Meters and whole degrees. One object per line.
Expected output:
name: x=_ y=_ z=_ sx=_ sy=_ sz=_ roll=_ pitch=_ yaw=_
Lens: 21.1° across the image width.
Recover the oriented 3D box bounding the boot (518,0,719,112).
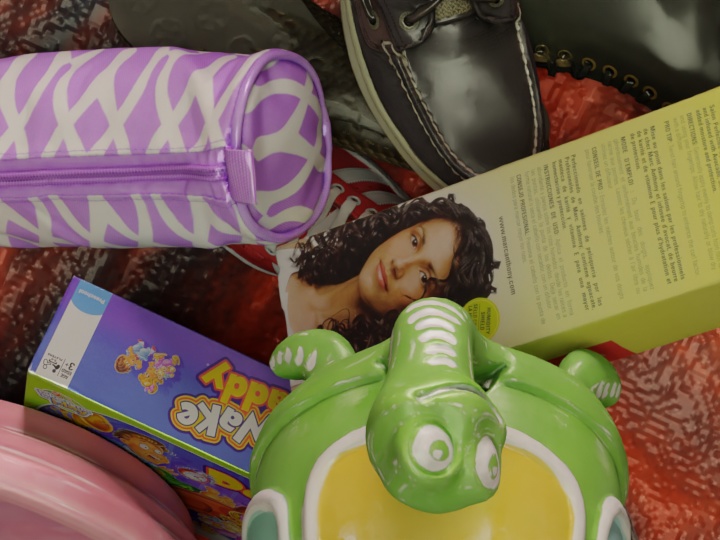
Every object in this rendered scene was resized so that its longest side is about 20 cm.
boot: x=0.129 y=-0.068 z=0.813 sx=0.137 sy=0.077 sz=0.202 roll=-2 pitch=89 yaw=8

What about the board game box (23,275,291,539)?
board game box: x=-0.044 y=0.083 z=0.818 sx=0.199 sy=0.135 sz=0.045 roll=25 pitch=68 yaw=-2

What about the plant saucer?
plant saucer: x=-0.151 y=0.111 z=0.826 sx=0.199 sy=0.201 sz=0.051 roll=18 pitch=58 yaw=-1

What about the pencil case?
pencil case: x=-0.110 y=-0.048 z=0.786 sx=0.199 sy=0.085 sz=0.085 roll=-2 pitch=98 yaw=27

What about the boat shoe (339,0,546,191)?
boat shoe: x=0.026 y=-0.124 z=0.778 sx=0.071 sy=0.065 sz=0.201 roll=-16 pitch=84 yaw=-9

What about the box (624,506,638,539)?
box: x=0.119 y=0.182 z=0.797 sx=0.034 sy=0.200 sz=0.111 roll=-20 pitch=101 yaw=7

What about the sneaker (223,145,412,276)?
sneaker: x=0.000 y=0.000 z=0.808 sx=0.199 sy=0.113 sz=0.071 roll=32 pitch=102 yaw=-4

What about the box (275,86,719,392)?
box: x=0.066 y=0.000 z=0.710 sx=0.199 sy=0.050 sz=0.076 roll=-20 pitch=65 yaw=24

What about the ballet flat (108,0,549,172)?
ballet flat: x=-0.013 y=-0.083 z=0.828 sx=0.199 sy=0.046 sz=0.068 roll=19 pitch=81 yaw=1

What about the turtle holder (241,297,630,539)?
turtle holder: x=0.034 y=0.093 z=0.655 sx=0.140 sy=0.132 sz=0.186 roll=20 pitch=138 yaw=-19
